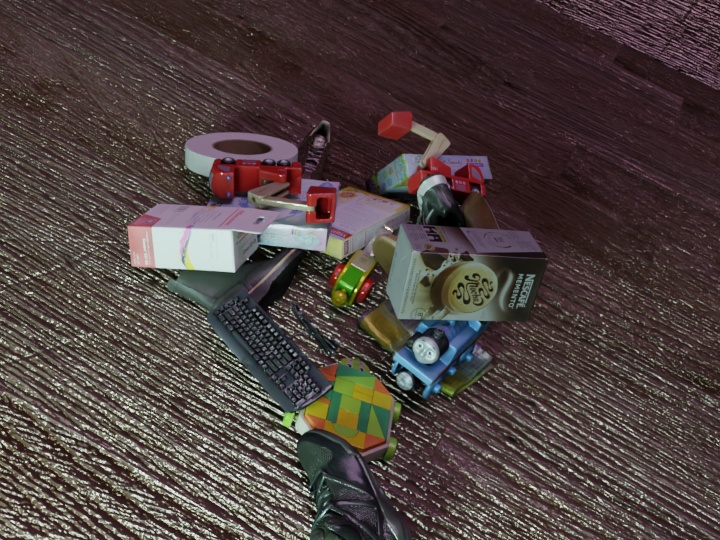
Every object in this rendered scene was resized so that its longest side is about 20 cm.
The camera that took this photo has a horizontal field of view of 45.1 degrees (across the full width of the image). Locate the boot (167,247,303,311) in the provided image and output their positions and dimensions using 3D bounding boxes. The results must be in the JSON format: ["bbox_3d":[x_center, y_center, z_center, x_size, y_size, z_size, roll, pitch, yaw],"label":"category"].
[{"bbox_3d":[-0.184,-0.002,1.320,0.138,0.078,0.200,25,34,11],"label":"boot"}]

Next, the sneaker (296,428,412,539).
[{"bbox_3d":[-0.034,0.277,1.037,0.114,0.076,0.200,-8,51,-45],"label":"sneaker"}]

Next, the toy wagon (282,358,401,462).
[{"bbox_3d":[-0.019,0.181,1.202,0.155,0.040,0.200,20,36,-5],"label":"toy wagon"}]

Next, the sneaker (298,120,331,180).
[{"bbox_3d":[-0.096,-0.218,1.640,0.070,0.076,0.200,18,35,-7],"label":"sneaker"}]

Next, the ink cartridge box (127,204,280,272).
[{"bbox_3d":[-0.226,-0.048,1.281,0.199,0.068,0.117,3,21,11],"label":"ink cartridge box"}]

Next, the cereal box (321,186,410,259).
[{"bbox_3d":[-0.027,-0.087,1.504,0.144,0.040,0.200,22,33,32],"label":"cereal box"}]

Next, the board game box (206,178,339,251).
[{"bbox_3d":[-0.142,-0.102,1.428,0.198,0.044,0.200,5,28,2],"label":"board game box"}]

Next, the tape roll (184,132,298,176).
[{"bbox_3d":[-0.210,-0.203,1.534,0.202,0.037,0.203,5,23,-2],"label":"tape roll"}]

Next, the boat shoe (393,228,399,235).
[{"bbox_3d":[0.120,-0.005,1.508,0.200,0.075,0.093,34,-8,45],"label":"boat shoe"}]

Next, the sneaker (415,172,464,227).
[{"bbox_3d":[0.140,-0.075,1.504,0.066,0.200,0.091,-23,58,-8],"label":"sneaker"}]

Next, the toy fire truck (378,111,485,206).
[{"bbox_3d":[0.130,-0.198,1.543,0.199,0.049,0.142,7,71,-30],"label":"toy fire truck"}]

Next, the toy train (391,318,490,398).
[{"bbox_3d":[0.121,0.103,1.278,0.087,0.114,0.200,36,37,17],"label":"toy train"}]

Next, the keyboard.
[{"bbox_3d":[-0.107,0.097,1.189,0.127,0.021,0.200,-31,62,-29],"label":"keyboard"}]

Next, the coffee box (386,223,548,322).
[{"bbox_3d":[0.149,0.005,1.227,0.199,0.113,0.080,2,32,-14],"label":"coffee box"}]

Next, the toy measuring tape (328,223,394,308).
[{"bbox_3d":[0.000,0.000,1.412,0.073,0.074,0.200,28,43,7],"label":"toy measuring tape"}]

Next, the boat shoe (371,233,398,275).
[{"bbox_3d":[0.109,0.000,1.384,0.200,0.073,0.063,36,57,-3],"label":"boat shoe"}]

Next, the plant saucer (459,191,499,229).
[{"bbox_3d":[0.204,-0.036,1.497,0.035,0.201,0.200,-15,45,-6],"label":"plant saucer"}]

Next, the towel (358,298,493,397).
[{"bbox_3d":[0.104,0.112,1.375,0.200,0.023,0.143,39,38,21],"label":"towel"}]

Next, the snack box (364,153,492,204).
[{"bbox_3d":[0.130,-0.172,1.650,0.199,0.142,0.053,-3,74,-32],"label":"snack box"}]

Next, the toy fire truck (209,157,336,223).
[{"bbox_3d":[-0.140,-0.127,1.361,0.199,0.049,0.141,2,28,-5],"label":"toy fire truck"}]
